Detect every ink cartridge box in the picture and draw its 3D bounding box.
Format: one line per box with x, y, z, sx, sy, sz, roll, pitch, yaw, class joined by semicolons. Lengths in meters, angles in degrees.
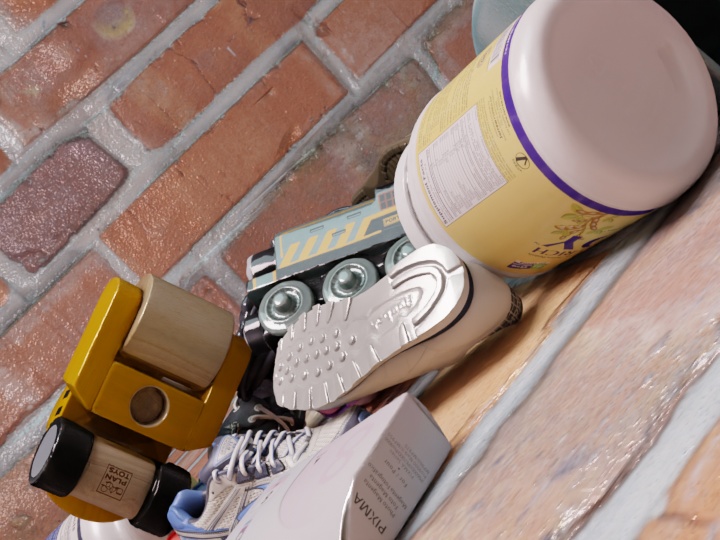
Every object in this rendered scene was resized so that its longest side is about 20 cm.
-0.047;0.172;0.661;0.162;0.057;0.200;-38;4;44;ink cartridge box

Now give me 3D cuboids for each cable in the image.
-0.051;0.032;1.018;0.162;0.051;0.201;-23;30;44;cable

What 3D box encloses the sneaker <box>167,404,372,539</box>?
-0.070;0.150;0.835;0.200;0.085;0.077;-42;6;28;sneaker

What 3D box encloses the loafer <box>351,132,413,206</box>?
0.053;-0.084;1.016;0.067;0.076;0.200;-42;7;-25;loafer

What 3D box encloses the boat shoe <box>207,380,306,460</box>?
-0.085;0.134;1.032;0.061;0.075;0.200;-57;12;17;boat shoe

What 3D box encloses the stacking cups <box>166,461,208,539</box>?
-0.121;0.209;0.982;0.060;0.060;0.200;-43;9;17;stacking cups

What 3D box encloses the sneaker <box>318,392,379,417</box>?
-0.022;0.086;1.026;0.089;0.080;0.200;-55;8;-18;sneaker

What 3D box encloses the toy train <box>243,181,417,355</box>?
0.000;0.000;0.899;0.198;0.085;0.115;-20;49;14;toy train

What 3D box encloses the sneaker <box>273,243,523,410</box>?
0.019;0.054;0.814;0.199;0.080;0.077;-27;59;37;sneaker

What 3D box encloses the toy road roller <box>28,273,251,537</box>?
-0.191;0.106;0.964;0.202;0.122;0.146;-65;23;-6;toy road roller

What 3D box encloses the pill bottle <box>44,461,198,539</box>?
-0.226;0.262;1.071;0.200;0.111;0.111;-43;5;27;pill bottle

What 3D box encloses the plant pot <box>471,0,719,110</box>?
0.197;-0.195;0.874;0.197;0.195;0.200;-48;-5;-29;plant pot

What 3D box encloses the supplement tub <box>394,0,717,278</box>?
0.118;-0.080;0.768;0.146;0.145;0.200;-48;5;-30;supplement tub
